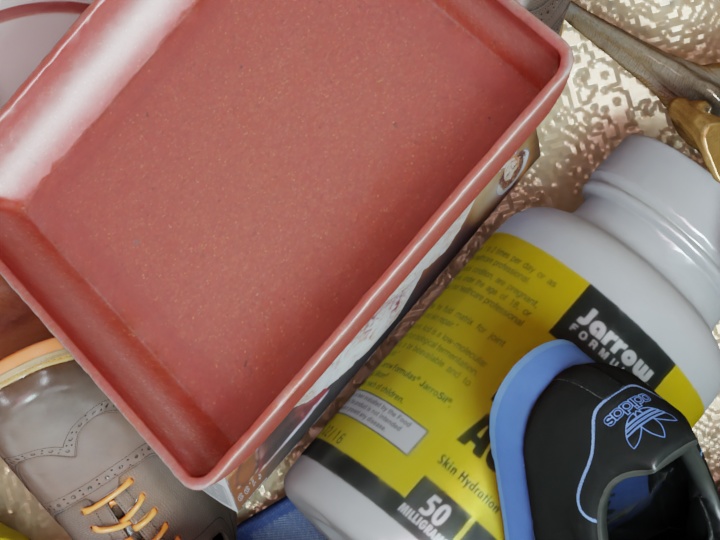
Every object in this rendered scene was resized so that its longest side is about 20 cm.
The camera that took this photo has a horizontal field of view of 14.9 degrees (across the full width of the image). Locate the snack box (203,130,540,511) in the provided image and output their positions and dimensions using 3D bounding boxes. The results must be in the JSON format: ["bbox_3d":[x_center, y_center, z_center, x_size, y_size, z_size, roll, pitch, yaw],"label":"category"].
[{"bbox_3d":[0.000,0.000,1.073,0.024,0.072,0.200,30,67,26],"label":"snack box"}]

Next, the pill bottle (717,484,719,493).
[{"bbox_3d":[0.190,0.139,1.063,0.113,0.200,0.113,0,99,3],"label":"pill bottle"}]

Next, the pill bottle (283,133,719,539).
[{"bbox_3d":[0.072,0.046,1.087,0.111,0.111,0.200,41,81,-4],"label":"pill bottle"}]

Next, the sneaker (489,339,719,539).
[{"bbox_3d":[0.100,0.120,1.016,0.070,0.078,0.200,-34,130,-22],"label":"sneaker"}]

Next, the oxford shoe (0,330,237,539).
[{"bbox_3d":[-0.090,0.081,1.068,0.071,0.200,0.073,-30,63,8],"label":"oxford shoe"}]

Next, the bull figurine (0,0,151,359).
[{"bbox_3d":[-0.097,-0.033,1.098,0.200,0.065,0.121,-28,92,4],"label":"bull figurine"}]

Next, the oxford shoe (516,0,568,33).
[{"bbox_3d":[0.050,-0.117,1.042,0.071,0.073,0.200,21,63,17],"label":"oxford shoe"}]

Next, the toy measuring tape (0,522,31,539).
[{"bbox_3d":[-0.158,0.119,1.161,0.200,0.074,0.074,15,101,-22],"label":"toy measuring tape"}]

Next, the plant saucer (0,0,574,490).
[{"bbox_3d":[-0.037,-0.045,1.000,0.200,0.037,0.200,-49,51,4],"label":"plant saucer"}]

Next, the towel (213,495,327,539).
[{"bbox_3d":[0.041,0.165,1.166,0.147,0.024,0.200,-32,94,10],"label":"towel"}]

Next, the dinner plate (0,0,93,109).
[{"bbox_3d":[-0.125,-0.034,1.142,0.200,0.024,0.200,0,100,2],"label":"dinner plate"}]

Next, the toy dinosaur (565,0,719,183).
[{"bbox_3d":[0.137,-0.067,1.089,0.200,0.106,0.060,31,91,-9],"label":"toy dinosaur"}]
